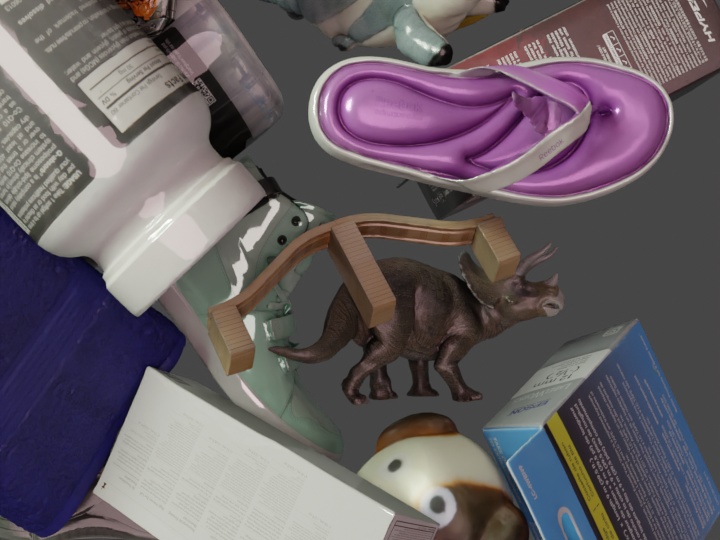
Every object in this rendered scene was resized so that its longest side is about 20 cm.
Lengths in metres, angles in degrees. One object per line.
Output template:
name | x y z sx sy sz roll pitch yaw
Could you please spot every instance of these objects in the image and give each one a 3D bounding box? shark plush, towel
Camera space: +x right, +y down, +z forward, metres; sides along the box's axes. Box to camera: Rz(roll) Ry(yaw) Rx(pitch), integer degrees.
shark plush | 0.006 -0.184 0.820 0.091 0.199 0.084 -38 125 -34
towel | -0.205 0.044 0.749 0.148 0.049 0.200 -56 133 -12

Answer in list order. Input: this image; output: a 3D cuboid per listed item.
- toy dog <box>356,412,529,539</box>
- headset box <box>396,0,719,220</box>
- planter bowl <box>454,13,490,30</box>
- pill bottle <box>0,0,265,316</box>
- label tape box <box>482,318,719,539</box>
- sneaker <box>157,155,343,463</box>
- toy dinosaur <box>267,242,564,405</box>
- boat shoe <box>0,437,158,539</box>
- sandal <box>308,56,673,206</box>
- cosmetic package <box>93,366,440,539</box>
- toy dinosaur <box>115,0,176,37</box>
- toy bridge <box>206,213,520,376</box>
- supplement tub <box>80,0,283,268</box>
toy dog | 0.028 0.185 0.805 0.193 0.140 0.201 -6 135 -24
headset box | 0.109 -0.104 0.829 0.199 0.149 0.078 -28 89 -6
planter bowl | 0.039 -0.252 0.847 0.199 0.083 0.202 -1 94 -8
pill bottle | -0.149 -0.080 0.691 0.116 0.116 0.200 -43 96 -4
label tape box | 0.141 0.137 0.832 0.200 0.066 0.144 -34 101 -50
sneaker | -0.046 0.024 0.852 0.118 0.074 0.201 -37 95 1
toy dinosaur | 0.028 0.032 0.861 0.199 0.077 0.103 1 89 -21
boat shoe | -0.177 0.133 0.851 0.200 0.065 0.075 7 83 -6
sandal | 0.073 -0.077 0.725 0.201 0.050 0.083 -1 88 -5
cosmetic package | -0.057 0.130 0.743 0.051 0.199 0.083 26 89 -52
toy dinosaur | -0.111 -0.199 0.746 0.199 0.102 0.137 -14 83 -5
toy bridge | 0.000 0.000 0.813 0.199 0.027 0.067 -19 61 -19
supplement tub | -0.155 -0.082 0.810 0.200 0.122 0.123 -39 97 -5
